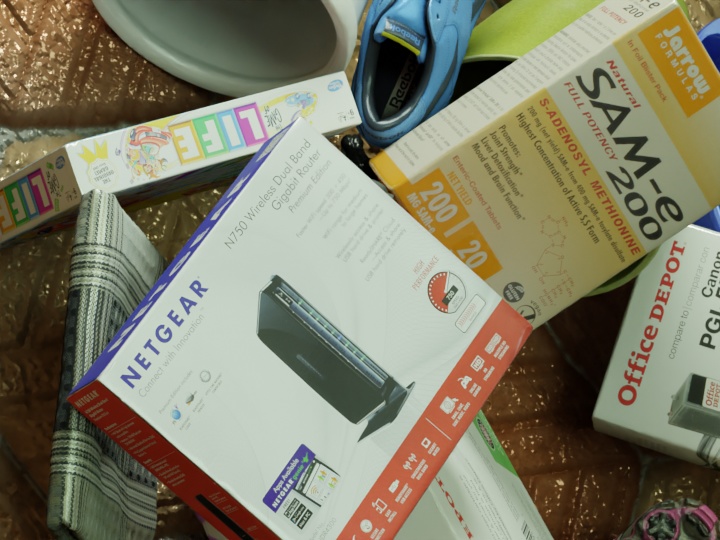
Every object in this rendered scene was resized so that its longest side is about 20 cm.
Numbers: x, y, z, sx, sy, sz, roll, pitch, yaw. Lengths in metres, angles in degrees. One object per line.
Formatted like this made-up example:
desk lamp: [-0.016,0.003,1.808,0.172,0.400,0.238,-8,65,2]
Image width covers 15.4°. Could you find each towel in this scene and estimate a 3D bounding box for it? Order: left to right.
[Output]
towel: [-0.133,0.076,1.495,0.034,0.200,0.193,2,72,8]

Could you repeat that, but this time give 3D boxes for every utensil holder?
utensil holder: [-0.055,-0.234,1.632,0.170,0.170,0.200,34,59,-23]

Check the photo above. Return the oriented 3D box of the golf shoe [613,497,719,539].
golf shoe: [0.150,0.228,1.701,0.200,0.092,0.073,-39,84,-13]

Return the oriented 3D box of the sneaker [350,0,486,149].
sneaker: [0.042,-0.169,1.598,0.066,0.078,0.200,17,92,8]

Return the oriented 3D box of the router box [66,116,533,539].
router box: [-0.029,0.050,1.431,0.179,0.049,0.200,41,61,-11]

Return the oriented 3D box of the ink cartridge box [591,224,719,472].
ink cartridge box: [0.265,0.063,1.741,0.200,0.083,0.147,17,85,8]

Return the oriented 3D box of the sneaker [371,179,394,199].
sneaker: [-0.051,0.013,1.562,0.090,0.200,0.067,22,44,-13]

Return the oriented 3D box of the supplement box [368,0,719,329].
supplement box: [0.124,-0.063,1.573,0.200,0.074,0.126,-34,110,0]

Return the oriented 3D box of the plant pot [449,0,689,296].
plant pot: [0.143,-0.115,1.744,0.187,0.187,0.200,48,44,-14]

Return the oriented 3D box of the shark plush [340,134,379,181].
shark plush: [0.000,0.000,1.656,0.091,0.083,0.200,5,58,-45]

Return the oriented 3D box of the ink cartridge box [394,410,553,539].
ink cartridge box: [0.048,0.166,1.579,0.146,0.084,0.200,61,15,-5]

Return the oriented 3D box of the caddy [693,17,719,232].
caddy: [0.273,-0.077,1.852,0.141,0.105,0.200,-14,85,-35]

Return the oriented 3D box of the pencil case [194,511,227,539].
pencil case: [-0.042,0.214,1.574,0.084,0.085,0.200,22,55,-76]

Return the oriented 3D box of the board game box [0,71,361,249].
board game box: [-0.117,-0.063,1.562,0.200,0.134,0.034,-18,87,-36]
